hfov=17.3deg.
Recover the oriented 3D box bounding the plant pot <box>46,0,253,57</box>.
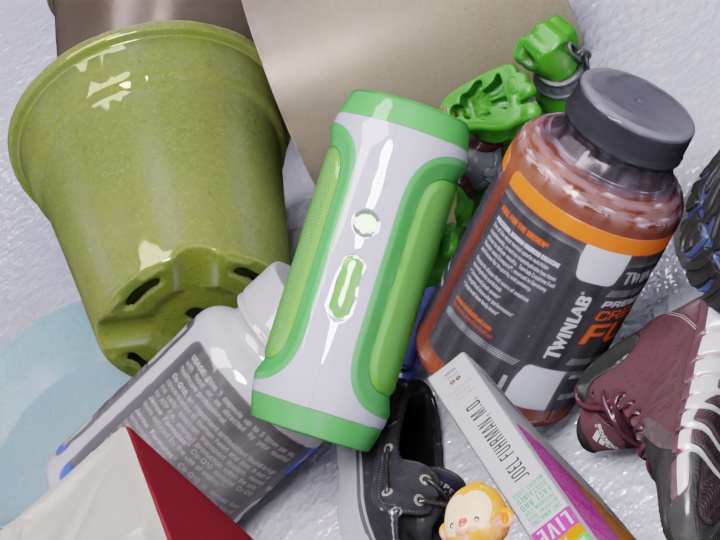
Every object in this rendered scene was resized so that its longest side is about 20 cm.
[{"bbox_3d":[-0.148,-0.146,1.770,0.200,0.200,0.174,-9,65,40],"label":"plant pot"}]

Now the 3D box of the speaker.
[{"bbox_3d":[0.000,0.000,1.379,0.088,0.088,0.200,14,86,51],"label":"speaker"}]

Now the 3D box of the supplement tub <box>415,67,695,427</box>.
[{"bbox_3d":[0.115,-0.015,1.345,0.107,0.107,0.200,-105,35,-52],"label":"supplement tub"}]

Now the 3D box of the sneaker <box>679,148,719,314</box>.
[{"bbox_3d":[0.234,0.012,1.270,0.075,0.078,0.200,-47,47,39],"label":"sneaker"}]

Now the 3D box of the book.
[{"bbox_3d":[0.114,0.138,1.230,0.048,0.134,0.200,-39,34,4],"label":"book"}]

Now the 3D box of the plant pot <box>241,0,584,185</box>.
[{"bbox_3d":[0.043,-0.158,1.599,0.200,0.187,0.187,-21,38,7],"label":"plant pot"}]

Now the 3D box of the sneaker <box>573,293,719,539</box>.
[{"bbox_3d":[0.164,0.096,1.291,0.115,0.076,0.200,-25,28,33],"label":"sneaker"}]

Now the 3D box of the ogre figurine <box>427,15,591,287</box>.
[{"bbox_3d":[0.083,-0.061,1.468,0.098,0.120,0.200,22,93,31],"label":"ogre figurine"}]

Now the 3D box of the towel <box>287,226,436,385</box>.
[{"bbox_3d":[-0.021,0.024,1.583,0.200,0.024,0.147,-9,47,39],"label":"towel"}]

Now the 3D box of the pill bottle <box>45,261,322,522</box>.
[{"bbox_3d":[-0.091,0.095,1.485,0.200,0.114,0.114,-43,34,10],"label":"pill bottle"}]

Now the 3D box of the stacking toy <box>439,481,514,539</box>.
[{"bbox_3d":[0.071,0.201,1.157,0.116,0.110,0.200,-19,74,36],"label":"stacking toy"}]

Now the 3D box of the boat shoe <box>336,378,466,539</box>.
[{"bbox_3d":[0.032,0.135,1.382,0.066,0.070,0.200,-34,28,16],"label":"boat shoe"}]

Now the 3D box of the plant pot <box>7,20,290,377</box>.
[{"bbox_3d":[-0.125,-0.032,1.581,0.200,0.200,0.184,-31,47,17],"label":"plant pot"}]

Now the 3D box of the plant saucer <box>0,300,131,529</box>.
[{"bbox_3d":[-0.218,0.110,1.676,0.201,0.039,0.201,-26,39,23],"label":"plant saucer"}]

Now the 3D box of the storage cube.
[{"bbox_3d":[-0.121,0.232,1.326,0.171,0.180,0.200,-39,34,7],"label":"storage cube"}]

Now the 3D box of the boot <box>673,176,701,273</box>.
[{"bbox_3d":[0.269,-0.051,1.344,0.200,0.090,0.073,-41,58,48],"label":"boot"}]
